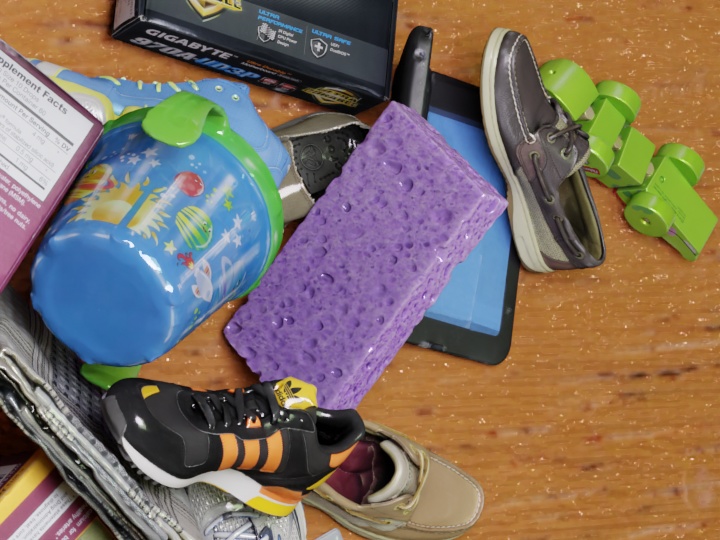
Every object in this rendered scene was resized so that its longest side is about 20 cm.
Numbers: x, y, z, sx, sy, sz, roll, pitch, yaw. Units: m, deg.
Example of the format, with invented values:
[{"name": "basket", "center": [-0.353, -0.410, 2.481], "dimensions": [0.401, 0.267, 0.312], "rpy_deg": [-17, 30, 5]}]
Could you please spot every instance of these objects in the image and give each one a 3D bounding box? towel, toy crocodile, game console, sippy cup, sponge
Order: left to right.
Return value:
[{"name": "towel", "center": [-0.164, 0.093, 1.384], "dimensions": [0.035, 0.200, 0.193], "rpy_deg": [-37, 107, 3]}, {"name": "sippy cup", "center": [-0.130, -0.012, 1.372], "dimensions": [0.178, 0.140, 0.130], "rpy_deg": [70, 27, -23]}, {"name": "sponge", "center": [0.000, 0.000, 1.489], "dimensions": [0.030, 0.112, 0.200], "rpy_deg": [19, 112, -50]}, {"name": "game console", "center": [0.071, -0.049, 1.597], "dimensions": [0.116, 0.176, 0.200], "rpy_deg": [7, 78, -4]}, {"name": "toy crocodile", "center": [0.199, -0.082, 1.719], "dimensions": [0.200, 0.062, 0.068], "rpy_deg": [41, 64, -27]}]

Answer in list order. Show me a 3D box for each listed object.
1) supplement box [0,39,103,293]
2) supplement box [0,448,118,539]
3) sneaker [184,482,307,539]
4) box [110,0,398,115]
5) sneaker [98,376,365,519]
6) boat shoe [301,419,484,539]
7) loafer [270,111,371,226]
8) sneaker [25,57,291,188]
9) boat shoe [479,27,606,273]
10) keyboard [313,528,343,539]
[{"name": "supplement box", "center": [-0.265, -0.031, 1.362], "dimensions": [0.103, 0.131, 0.200], "rpy_deg": [40, 64, -23]}, {"name": "supplement box", "center": [-0.177, 0.217, 1.363], "dimensions": [0.200, 0.086, 0.110], "rpy_deg": [52, 59, -15]}, {"name": "sneaker", "center": [-0.064, 0.203, 1.476], "dimensions": [0.077, 0.085, 0.200], "rpy_deg": [-19, 95, 4]}, {"name": "box", "center": [-0.066, -0.208, 1.554], "dimensions": [0.200, 0.046, 0.159], "rpy_deg": [16, 69, -30]}, {"name": "sneaker", "center": [-0.075, 0.089, 1.390], "dimensions": [0.200, 0.090, 0.070], "rpy_deg": [28, 28, -53]}, {"name": "boat shoe", "center": [0.009, 0.142, 1.558], "dimensions": [0.200, 0.066, 0.074], "rpy_deg": [18, 75, -30]}, {"name": "loafer", "center": [-0.067, -0.060, 1.531], "dimensions": [0.200, 0.070, 0.075], "rpy_deg": [-32, 101, -32]}, {"name": "sneaker", "center": [-0.133, -0.092, 1.475], "dimensions": [0.200, 0.076, 0.105], "rpy_deg": [34, 52, 0]}, {"name": "boat shoe", "center": [0.134, -0.086, 1.631], "dimensions": [0.073, 0.065, 0.200], "rpy_deg": [-61, 143, -44]}, {"name": "keyboard", "center": [0.000, 0.279, 1.572], "dimensions": [0.056, 0.011, 0.200], "rpy_deg": [-27, 100, -38]}]
